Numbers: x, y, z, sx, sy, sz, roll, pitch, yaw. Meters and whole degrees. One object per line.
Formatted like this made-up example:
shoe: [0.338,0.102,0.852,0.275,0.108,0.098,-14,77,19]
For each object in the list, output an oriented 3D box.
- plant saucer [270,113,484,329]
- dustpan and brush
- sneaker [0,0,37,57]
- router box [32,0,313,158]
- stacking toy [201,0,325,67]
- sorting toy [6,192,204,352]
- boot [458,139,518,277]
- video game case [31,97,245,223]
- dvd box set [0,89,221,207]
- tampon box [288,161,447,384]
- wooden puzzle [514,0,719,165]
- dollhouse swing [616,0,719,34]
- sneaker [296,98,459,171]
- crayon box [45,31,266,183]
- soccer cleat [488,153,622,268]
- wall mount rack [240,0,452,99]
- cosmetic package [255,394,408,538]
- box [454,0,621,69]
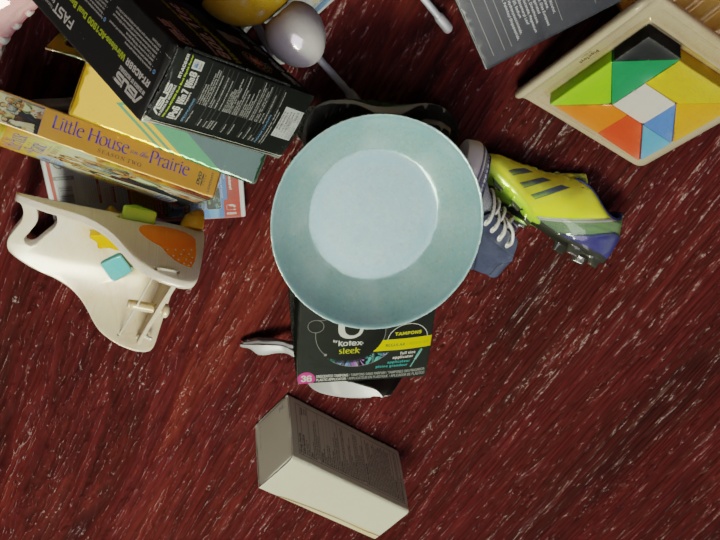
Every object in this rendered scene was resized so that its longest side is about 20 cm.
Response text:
plant saucer: [0.014,-0.047,0.884,0.196,0.039,0.205,-3,112,-8]
dustpan and brush: [-0.047,0.100,1.112,0.196,0.140,0.058,-6,105,20]
sneaker: [-0.302,-0.233,0.813,0.196,0.076,0.105,-17,146,-6]
router box: [-0.150,-0.178,0.749,0.149,0.200,0.063,7,122,-54]
stacking toy: [-0.100,-0.241,0.751,0.145,0.147,0.201,-33,104,18]
sorting toy: [-0.259,-0.020,0.953,0.177,0.109,0.200,19,151,-17]
boot: [0.127,-0.060,0.989,0.089,0.074,0.201,14,155,0]
video game case: [-0.217,-0.109,0.960,0.195,0.018,0.145,-4,130,-6]
dvd box set: [-0.237,-0.105,0.866,0.197,0.146,0.030,19,83,-24]
tampon box: [0.000,0.000,1.015,0.147,0.127,0.203,-3,130,-8]
wooden puzzle: [0.278,-0.171,0.933,0.197,0.038,0.184,20,151,-26]
dollhouse swing: [0.345,-0.261,0.842,0.176,0.182,0.200,-45,126,1]
sneaker: [0.013,-0.140,0.943,0.197,0.088,0.078,3,111,-37]
crayon box: [-0.178,-0.148,0.848,0.197,0.127,0.052,21,107,-16]
soccer cleat: [0.204,-0.080,1.040,0.198,0.065,0.085,32,85,-23]
wall mount rack: [-0.009,-0.228,0.867,0.199,0.075,0.173,-36,164,20]
cosmetic package: [-0.036,0.254,1.235,0.198,0.105,0.073,31,119,-29]
box: [0.142,-0.284,0.757,0.180,0.202,0.105,-25,128,13]
